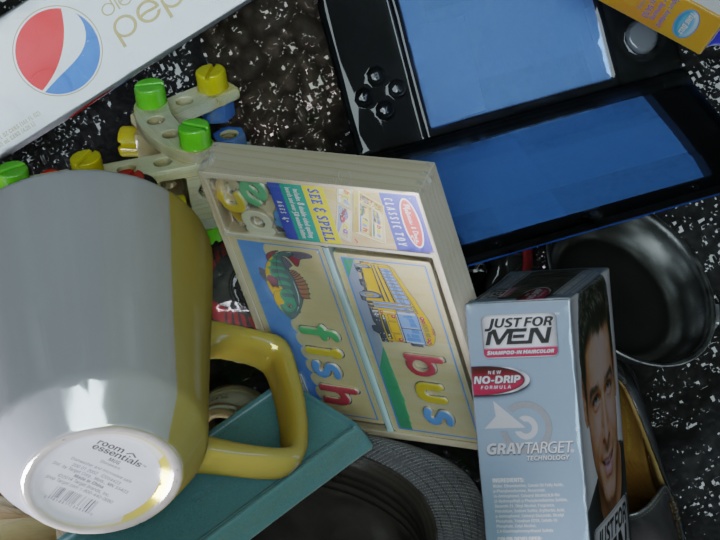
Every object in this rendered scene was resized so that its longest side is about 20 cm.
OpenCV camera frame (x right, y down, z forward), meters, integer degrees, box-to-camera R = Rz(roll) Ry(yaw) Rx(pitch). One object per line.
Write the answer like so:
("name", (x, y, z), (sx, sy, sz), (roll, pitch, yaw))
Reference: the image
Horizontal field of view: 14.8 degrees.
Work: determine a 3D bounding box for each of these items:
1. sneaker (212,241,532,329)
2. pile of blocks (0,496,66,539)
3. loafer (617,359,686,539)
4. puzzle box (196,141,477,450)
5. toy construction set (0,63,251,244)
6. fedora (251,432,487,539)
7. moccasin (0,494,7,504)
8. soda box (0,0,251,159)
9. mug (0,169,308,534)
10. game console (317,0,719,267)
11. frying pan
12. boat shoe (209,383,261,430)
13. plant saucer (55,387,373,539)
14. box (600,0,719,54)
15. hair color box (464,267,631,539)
("sneaker", (0.000, 0.000, 1.562), (0.200, 0.098, 0.071), (-4, 97, 0))
("pile of blocks", (-0.168, 0.125, 1.529), (0.082, 0.062, 0.201), (18, 71, 13))
("loafer", (0.148, 0.136, 1.589), (0.073, 0.072, 0.201), (-19, 96, -1))
("puzzle box", (0.000, 0.017, 1.492), (0.133, 0.025, 0.200), (5, 137, 26))
("toy construction set", (-0.154, -0.044, 1.544), (0.199, 0.131, 0.092), (-22, 123, 3))
("fedora", (-0.033, 0.170, 1.504), (0.199, 0.177, 0.091), (3, 130, -3))
("moccasin", (-0.125, 0.165, 1.581), (0.201, 0.078, 0.074), (29, 93, -4))
("soda box", (-0.141, -0.142, 1.564), (0.200, 0.064, 0.068), (-32, 95, 2))
("mug", (-0.124, 0.049, 1.437), (0.186, 0.153, 0.150), (-9, 136, -4))
("game console", (0.097, -0.107, 1.531), (0.199, 0.118, 0.171), (-16, 95, -11))
("frying pan", (0.181, 0.008, 1.594), (0.190, 0.031, 0.115), (-1, 58, -36))
("boat shoe", (-0.017, 0.143, 1.590), (0.200, 0.063, 0.073), (35, 92, -4))
("plant saucer", (-0.082, 0.120, 1.473), (0.070, 0.200, 0.019), (30, 136, 29))
("box", (0.147, -0.206, 1.547), (0.200, 0.042, 0.119), (26, 55, -2))
("hair color box", (0.105, 0.105, 1.493), (0.060, 0.099, 0.201), (-3, 99, 18))
